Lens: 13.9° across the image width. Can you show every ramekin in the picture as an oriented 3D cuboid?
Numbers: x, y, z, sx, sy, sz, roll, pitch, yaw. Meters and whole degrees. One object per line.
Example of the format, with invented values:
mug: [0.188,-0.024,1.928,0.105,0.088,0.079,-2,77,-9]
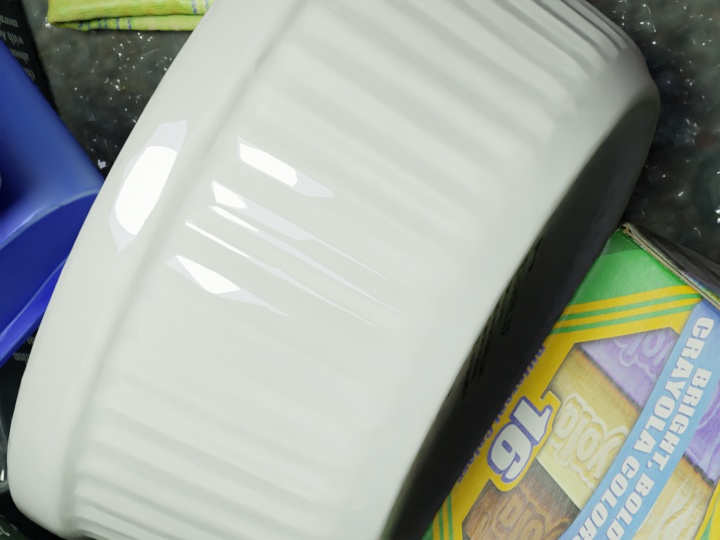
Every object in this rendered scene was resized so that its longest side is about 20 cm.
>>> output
ramekin: [0.000,0.000,0.769,0.094,0.202,0.203,30,98,11]

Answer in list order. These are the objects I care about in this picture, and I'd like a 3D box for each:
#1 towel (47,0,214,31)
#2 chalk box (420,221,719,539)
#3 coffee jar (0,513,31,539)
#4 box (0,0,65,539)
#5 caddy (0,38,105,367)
towel: [-0.031,-0.173,0.886,0.143,0.023,0.201,0,86,23]
chalk box: [0.109,0.093,0.694,0.124,0.200,0.124,28,100,-21]
coffee jar: [-0.065,0.140,0.747,0.200,0.104,0.085,40,83,4]
box: [-0.167,0.000,0.885,0.148,0.107,0.200,-24,76,19]
caddy: [-0.162,-0.002,0.749,0.200,0.141,0.105,-47,73,12]
